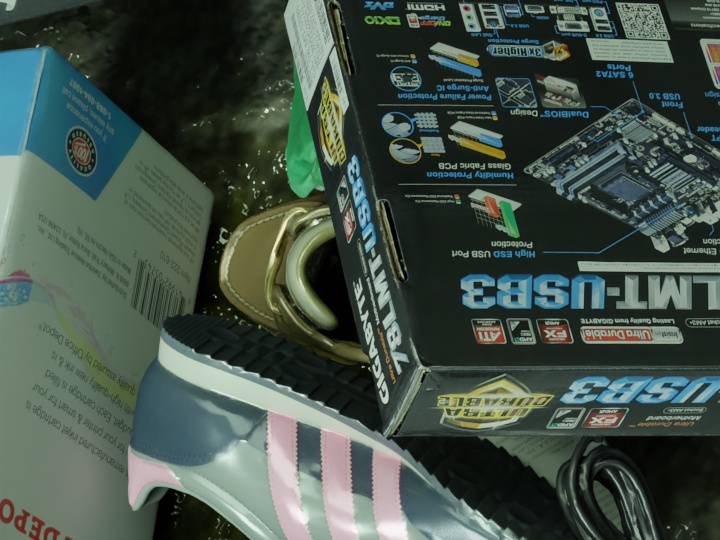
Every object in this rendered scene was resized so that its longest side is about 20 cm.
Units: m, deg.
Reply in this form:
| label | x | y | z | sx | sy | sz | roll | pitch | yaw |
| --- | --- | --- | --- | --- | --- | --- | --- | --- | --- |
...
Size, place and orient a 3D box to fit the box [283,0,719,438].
| label | x | y | z | sx | sy | sz | roll | pitch | yaw |
| --- | --- | --- | --- | --- | --- | --- | --- | --- | --- |
| box | 0.087 | -0.033 | 0.997 | 0.199 | 0.050 | 0.199 | 0 | 55 | -19 |

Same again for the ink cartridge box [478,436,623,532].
| label | x | y | z | sx | sy | sz | roll | pitch | yaw |
| --- | --- | --- | --- | --- | --- | --- | --- | --- | --- |
| ink cartridge box | 0.079 | 0.145 | 1.044 | 0.109 | 0.050 | 0.200 | -31 | 64 | 1 |

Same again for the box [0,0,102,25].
| label | x | y | z | sx | sy | sz | roll | pitch | yaw |
| --- | --- | --- | --- | --- | --- | --- | --- | --- | --- |
| box | -0.101 | -0.164 | 1.106 | 0.199 | 0.122 | 0.106 | -16 | 102 | -17 |

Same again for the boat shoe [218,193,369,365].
| label | x | y | z | sx | sy | sz | roll | pitch | yaw |
| --- | --- | --- | --- | --- | --- | --- | --- | --- | --- |
| boat shoe | 0.000 | 0.000 | 1.073 | 0.200 | 0.066 | 0.074 | 6 | 83 | 53 |

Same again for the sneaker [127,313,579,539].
| label | x | y | z | sx | sy | sz | roll | pitch | yaw |
| --- | --- | --- | --- | --- | --- | --- | --- | --- | --- |
| sneaker | 0.002 | 0.092 | 1.035 | 0.200 | 0.070 | 0.082 | 28 | 107 | 19 |

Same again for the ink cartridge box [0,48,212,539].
| label | x | y | z | sx | sy | sz | roll | pitch | yaw |
| --- | --- | --- | --- | --- | --- | --- | --- | --- | --- |
| ink cartridge box | -0.138 | 0.035 | 1.086 | 0.084 | 0.145 | 0.201 | -3 | 66 | 25 |

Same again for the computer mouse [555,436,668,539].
| label | x | y | z | sx | sy | sz | roll | pitch | yaw |
| --- | --- | --- | --- | --- | --- | --- | --- | --- | --- |
| computer mouse | 0.160 | 0.072 | 1.016 | 0.200 | 0.046 | 0.141 | -36 | 90 | -22 |

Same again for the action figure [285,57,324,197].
| label | x | y | z | sx | sy | sz | roll | pitch | yaw |
| --- | --- | --- | --- | --- | --- | --- | --- | --- | --- |
| action figure | 0.005 | -0.084 | 1.102 | 0.118 | 0.055 | 0.200 | -46 | 19 | 31 |
